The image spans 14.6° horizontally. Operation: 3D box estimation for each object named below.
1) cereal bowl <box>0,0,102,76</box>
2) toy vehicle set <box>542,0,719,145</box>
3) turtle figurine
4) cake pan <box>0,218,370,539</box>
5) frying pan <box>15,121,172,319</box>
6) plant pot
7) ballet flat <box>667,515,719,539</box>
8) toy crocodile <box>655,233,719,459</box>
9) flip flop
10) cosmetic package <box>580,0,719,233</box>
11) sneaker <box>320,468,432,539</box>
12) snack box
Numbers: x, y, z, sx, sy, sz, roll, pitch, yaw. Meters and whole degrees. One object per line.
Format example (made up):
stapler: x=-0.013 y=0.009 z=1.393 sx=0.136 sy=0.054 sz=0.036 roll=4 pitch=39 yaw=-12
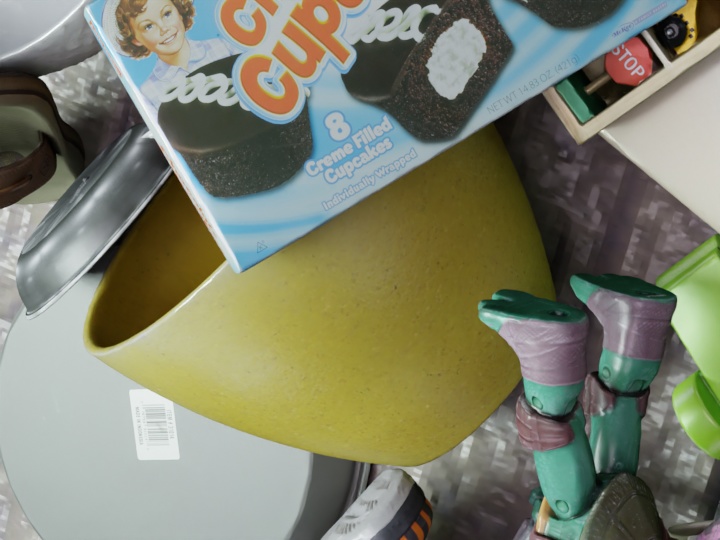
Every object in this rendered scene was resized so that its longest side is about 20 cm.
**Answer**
cereal bowl: x=-0.142 y=-0.180 z=1.257 sx=0.199 sy=0.083 sz=0.201 roll=-7 pitch=78 yaw=34
toy vehicle set: x=0.080 y=-0.166 z=1.105 sx=0.124 sy=0.026 sz=0.200 roll=-36 pitch=88 yaw=25
turtle figurine: x=0.081 y=0.107 z=1.143 sx=0.100 sy=0.150 sz=0.201 roll=11 pitch=104 yaw=21
cake pan: x=-0.091 y=0.070 z=1.319 sx=0.199 sy=0.037 sz=0.202 roll=5 pitch=101 yaw=25
frying pan: x=-0.096 y=-0.042 z=1.234 sx=0.031 sy=0.115 sz=0.190 roll=41 pitch=136 yaw=-11
plant pot: x=0.000 y=0.000 z=1.193 sx=0.142 sy=0.200 sz=0.200 roll=40 pitch=117 yaw=-16
ballet flat: x=0.134 y=0.149 z=1.192 sx=0.200 sy=0.069 sz=0.072 roll=128 pitch=140 yaw=-54
toy crocodile: x=0.193 y=0.074 z=1.173 sx=0.067 sy=0.062 sz=0.200 roll=-43 pitch=75 yaw=26
flip flop: x=-0.172 y=-0.050 z=1.248 sx=0.081 sy=0.200 sz=0.058 roll=2 pitch=78 yaw=9
cosmetic package: x=0.175 y=-0.066 z=1.144 sx=0.200 sy=0.073 sz=0.104 roll=40 pitch=114 yaw=15
sneaker: x=0.018 y=0.165 z=1.242 sx=0.112 sy=0.078 sz=0.200 roll=40 pitch=150 yaw=6
snack box: x=0.009 y=-0.099 z=1.064 sx=0.199 sy=0.037 sz=0.117 roll=-31 pitch=92 yaw=-5
